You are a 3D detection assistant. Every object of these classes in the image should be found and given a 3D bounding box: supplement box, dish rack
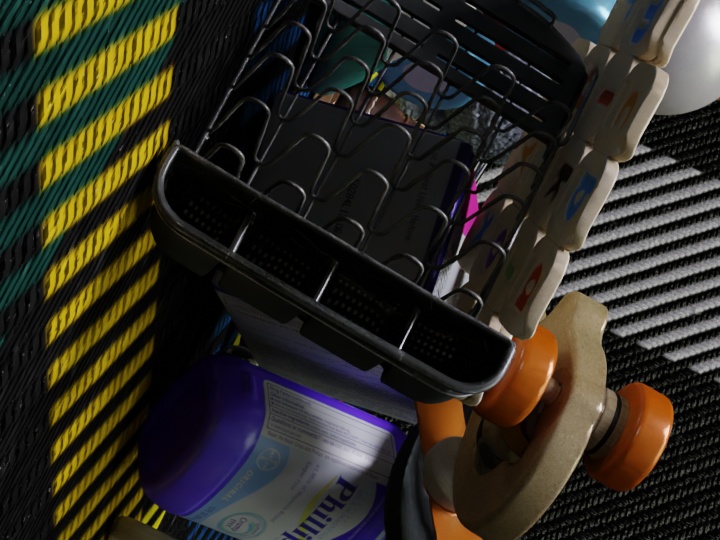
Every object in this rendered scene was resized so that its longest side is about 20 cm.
[{"bbox_3d":[0.000,0.000,1.123,0.200,0.103,0.102,71,36,-73],"label":"supplement box"},{"bbox_3d":[0.014,-0.056,0.906,0.201,0.153,0.055,-63,-172,-29],"label":"dish rack"}]

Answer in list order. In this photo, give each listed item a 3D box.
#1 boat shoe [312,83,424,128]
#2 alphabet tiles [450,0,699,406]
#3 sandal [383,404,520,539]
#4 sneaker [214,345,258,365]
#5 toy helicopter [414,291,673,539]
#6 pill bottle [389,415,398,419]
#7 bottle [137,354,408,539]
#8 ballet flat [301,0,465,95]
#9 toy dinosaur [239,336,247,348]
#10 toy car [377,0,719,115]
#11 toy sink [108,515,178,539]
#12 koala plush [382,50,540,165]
[{"bbox_3d":[0.002,-0.053,1.263,0.200,0.070,0.071,90,22,-83],"label":"boat shoe"},{"bbox_3d":[0.085,-0.039,0.971,0.201,0.015,0.196,-61,-172,5],"label":"alphabet tiles"},{"bbox_3d":[0.059,0.094,1.110,0.048,0.075,0.201,-24,-153,33],"label":"sandal"},{"bbox_3d":[-0.067,0.089,1.245,0.200,0.076,0.089,109,-5,-80],"label":"sneaker"},{"bbox_3d":[0.069,0.055,1.046,0.133,0.079,0.200,-55,-163,26],"label":"toy helicopter"},{"bbox_3d":[0.015,0.024,1.364,0.111,0.110,0.200,-65,-166,-2],"label":"pill bottle"},{"bbox_3d":[-0.012,0.109,1.125,0.084,0.199,0.066,-45,-145,30],"label":"bottle"},{"bbox_3d":[0.029,-0.150,1.050,0.067,0.070,0.201,-60,173,-51],"label":"ballet flat"},{"bbox_3d":[-0.040,0.081,1.303,0.088,0.047,0.202,173,-97,-80],"label":"toy dinosaur"},{"bbox_3d":[0.135,-0.142,1.209,0.176,0.200,0.185,-13,-133,42],"label":"toy car"},{"bbox_3d":[-0.099,0.233,1.215,0.113,0.130,0.200,-63,176,-23],"label":"toy sink"},{"bbox_3d":[0.112,-0.158,1.459,0.201,0.176,0.184,-64,164,-12],"label":"koala plush"}]
